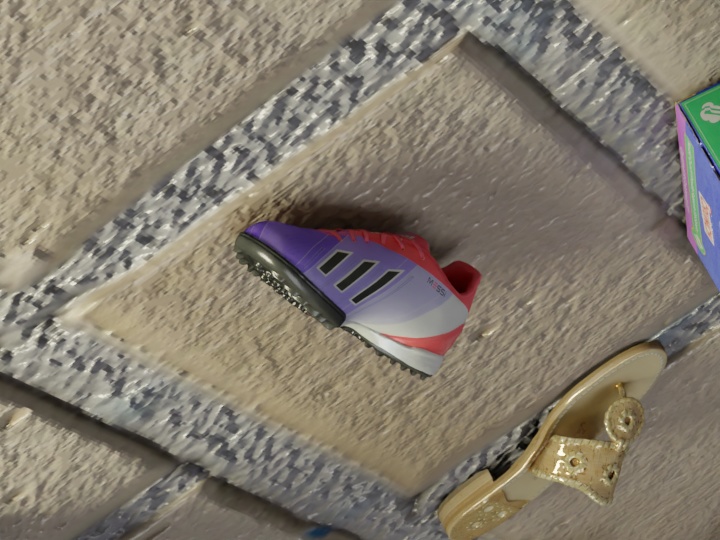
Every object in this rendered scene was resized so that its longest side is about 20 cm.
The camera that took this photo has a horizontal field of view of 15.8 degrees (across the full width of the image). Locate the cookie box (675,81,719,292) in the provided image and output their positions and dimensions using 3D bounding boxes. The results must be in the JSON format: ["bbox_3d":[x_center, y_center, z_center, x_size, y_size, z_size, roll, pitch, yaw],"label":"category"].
[{"bbox_3d":[0.297,-0.075,1.575,0.200,0.075,0.171,-26,151,-4],"label":"cookie box"}]

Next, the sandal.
[{"bbox_3d":[0.149,0.141,1.803,0.212,0.070,0.078,-41,149,23],"label":"sandal"}]

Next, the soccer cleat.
[{"bbox_3d":[0.000,0.000,1.472,0.073,0.068,0.200,-56,143,2],"label":"soccer cleat"}]
